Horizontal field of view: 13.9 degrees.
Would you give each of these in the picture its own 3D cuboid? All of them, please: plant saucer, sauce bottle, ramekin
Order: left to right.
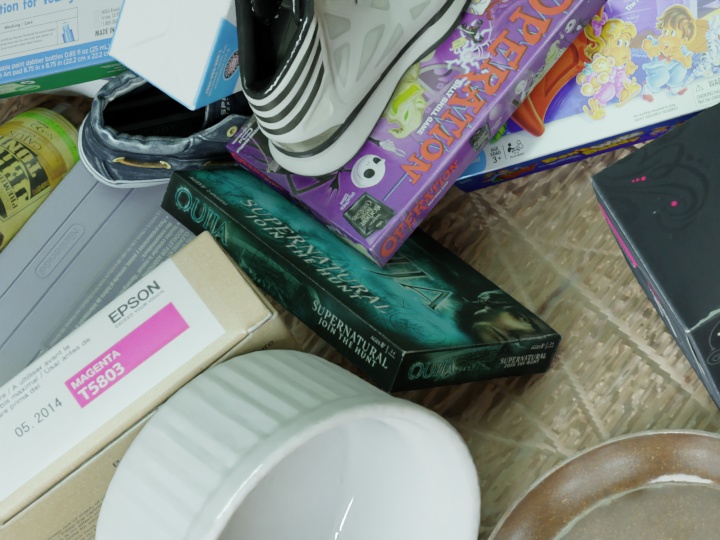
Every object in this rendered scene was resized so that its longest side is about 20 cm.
[{"bbox_3d":[-0.229,-0.037,1.741,0.064,0.065,0.200,12,32,28],"label":"sauce bottle"},{"bbox_3d":[-0.043,0.139,1.534,0.201,0.201,0.098,-47,48,-11],"label":"ramekin"},{"bbox_3d":[0.154,0.178,1.528,0.199,0.035,0.201,-10,57,16],"label":"plant saucer"}]

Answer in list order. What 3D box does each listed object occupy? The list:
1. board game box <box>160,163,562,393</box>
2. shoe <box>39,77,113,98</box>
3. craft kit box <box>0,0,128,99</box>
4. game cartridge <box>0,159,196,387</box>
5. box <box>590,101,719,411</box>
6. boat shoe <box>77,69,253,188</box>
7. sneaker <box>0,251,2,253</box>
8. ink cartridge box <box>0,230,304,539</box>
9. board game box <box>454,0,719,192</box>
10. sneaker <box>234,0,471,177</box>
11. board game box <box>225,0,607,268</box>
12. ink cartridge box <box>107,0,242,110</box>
[{"bbox_3d":[0.000,0.000,1.648,0.200,0.135,0.028,38,118,34],"label":"board game box"},{"bbox_3d":[-0.136,-0.155,1.807,0.199,0.092,0.071,6,25,28],"label":"shoe"},{"bbox_3d":[-0.195,-0.208,1.773,0.199,0.048,0.199,-7,83,33],"label":"craft kit box"},{"bbox_3d":[-0.147,0.012,1.725,0.129,0.038,0.200,31,64,15],"label":"game cartridge"},{"bbox_3d":[0.244,-0.033,1.580,0.199,0.106,0.123,-31,53,1],"label":"box"},{"bbox_3d":[-0.064,-0.093,1.710,0.199,0.091,0.071,-14,82,-11],"label":"boat shoe"},{"bbox_3d":[-0.273,0.000,1.800,0.200,0.074,0.084,46,119,27],"label":"sneaker"},{"bbox_3d":[-0.118,0.094,1.606,0.200,0.165,0.075,-37,59,-4],"label":"ink cartridge box"},{"bbox_3d":[0.134,-0.138,1.697,0.199,0.045,0.135,-16,80,12],"label":"board game box"},{"bbox_3d":[0.000,-0.159,1.606,0.075,0.115,0.201,21,72,26],"label":"sneaker"},{"bbox_3d":[0.031,-0.110,1.655,0.120,0.032,0.200,36,80,26],"label":"board game box"},{"bbox_3d":[-0.048,-0.177,1.674,0.067,0.116,0.200,32,31,20],"label":"ink cartridge box"}]
